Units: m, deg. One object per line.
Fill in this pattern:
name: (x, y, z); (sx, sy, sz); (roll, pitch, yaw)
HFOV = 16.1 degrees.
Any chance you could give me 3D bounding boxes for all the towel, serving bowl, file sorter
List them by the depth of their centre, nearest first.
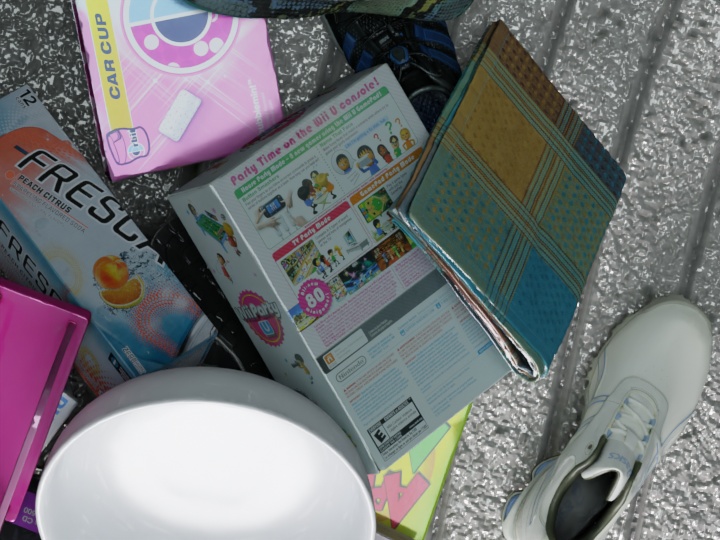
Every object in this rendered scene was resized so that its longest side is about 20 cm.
file sorter: (-0.275, 0.070, 1.434); (0.199, 0.126, 0.140); (21, 109, -5)
serving bowl: (-0.089, 0.125, 1.495); (0.198, 0.066, 0.201); (1, 132, 1)
towel: (0.094, -0.045, 1.553); (0.022, 0.200, 0.147); (-24, 117, 37)

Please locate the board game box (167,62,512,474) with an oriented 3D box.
board game box: (0.000, 0.000, 1.529); (0.147, 0.064, 0.201); (-35, 101, -27)

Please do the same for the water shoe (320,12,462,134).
water shoe: (0.033, -0.129, 1.583); (0.071, 0.079, 0.201); (-28, 99, -4)

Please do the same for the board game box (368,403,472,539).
board game box: (0.018, 0.078, 1.620); (0.101, 0.048, 0.201); (19, 93, -10)

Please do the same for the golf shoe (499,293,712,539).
golf shoe: (0.170, 0.109, 1.620); (0.078, 0.097, 0.201); (31, 90, -8)

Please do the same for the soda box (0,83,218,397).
soda box: (-0.174, -0.011, 1.531); (0.063, 0.068, 0.200); (-33, 77, -29)

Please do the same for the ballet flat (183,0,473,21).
ballet flat: (-0.015, -0.190, 1.518); (0.199, 0.074, 0.075); (-3, 97, -25)

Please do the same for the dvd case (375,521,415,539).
dvd case: (-0.079, 0.186, 1.603); (0.199, 0.016, 0.149); (27, 119, -11)

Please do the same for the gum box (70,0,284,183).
gum box: (-0.120, -0.165, 1.563); (0.113, 0.066, 0.202); (-12, 97, -8)

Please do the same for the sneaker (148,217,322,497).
sneaker: (-0.072, 0.064, 1.583); (0.076, 0.088, 0.201); (-33, 86, -36)

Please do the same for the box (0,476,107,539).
box: (-0.250, 0.209, 1.514); (0.142, 0.036, 0.201); (22, 71, -9)

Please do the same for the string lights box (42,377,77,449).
string lights box: (-0.268, 0.035, 1.547); (0.200, 0.103, 0.059); (38, 89, -10)
